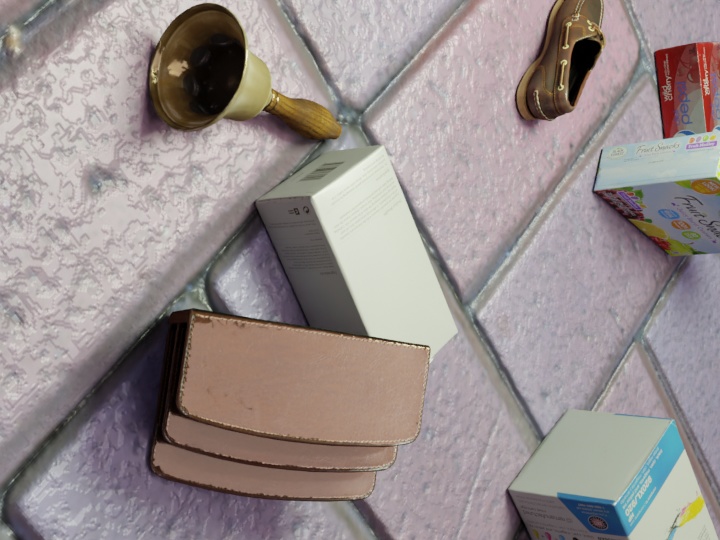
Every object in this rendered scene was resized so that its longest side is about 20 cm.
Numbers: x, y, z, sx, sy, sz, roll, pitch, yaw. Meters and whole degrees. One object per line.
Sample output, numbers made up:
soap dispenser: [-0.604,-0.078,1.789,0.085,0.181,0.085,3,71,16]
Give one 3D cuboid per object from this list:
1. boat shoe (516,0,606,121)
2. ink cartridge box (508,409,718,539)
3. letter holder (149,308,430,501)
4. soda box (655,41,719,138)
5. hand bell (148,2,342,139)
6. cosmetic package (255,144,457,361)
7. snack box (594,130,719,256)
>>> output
boat shoe: [0.248,-0.252,1.290,0.070,0.070,0.201,43,59,-34]
ink cartridge box: [0.290,0.284,1.260,0.145,0.146,0.201,-43,117,-36]
letter holder: [-0.059,0.117,0.902,0.198,0.100,0.144,10,83,-18]
soda box: [0.445,-0.198,1.486,0.070,0.063,0.202,-13,98,-45]
hand bell: [-0.077,-0.148,0.969,0.199,0.103,0.105,14,79,-55]
cosmetic package: [0.000,0.000,1.025,0.107,0.084,0.202,-37,115,-38]
snack box: [0.413,-0.089,1.378,0.199,0.168,0.068,30,67,-40]
